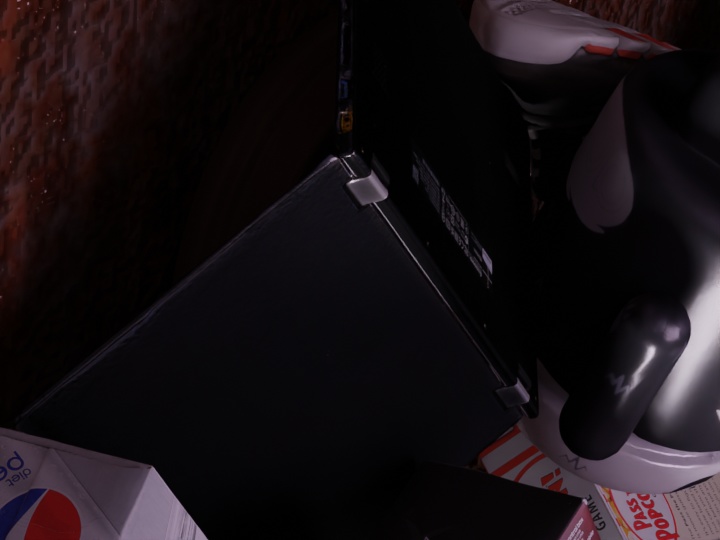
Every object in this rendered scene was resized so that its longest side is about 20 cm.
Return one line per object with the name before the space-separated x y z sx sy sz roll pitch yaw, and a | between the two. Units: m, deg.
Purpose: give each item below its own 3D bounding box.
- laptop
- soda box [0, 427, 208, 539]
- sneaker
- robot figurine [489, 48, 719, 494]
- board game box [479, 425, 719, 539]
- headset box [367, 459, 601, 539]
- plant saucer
laptop | -0.019 -0.005 0.807 0.187 0.115 0.201 53 32 -53
soda box | -0.075 0.127 0.760 0.200 0.063 0.069 64 43 -56
sneaker | 0.099 -0.059 0.959 0.200 0.077 0.082 15 99 -58
robot figurine | 0.130 -0.002 0.895 0.149 0.125 0.201 0 137 -32
board game box | 0.140 0.109 1.040 0.046 0.152 0.199 -36 161 28
headset box | 0.037 0.178 0.813 0.149 0.075 0.201 -51 134 -33
plant saucer | 0.000 0.000 0.875 0.200 0.029 0.202 -30 128 -47
